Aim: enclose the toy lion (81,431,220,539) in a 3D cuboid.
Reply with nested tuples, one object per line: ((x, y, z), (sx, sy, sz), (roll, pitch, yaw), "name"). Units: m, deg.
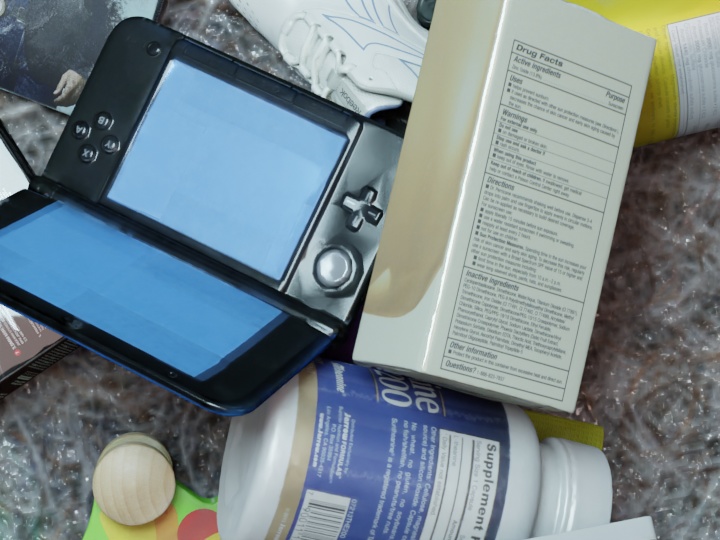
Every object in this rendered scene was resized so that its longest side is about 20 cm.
((-0.103, 0.203, 1.108), (0.191, 0.069, 0.201), (39, 86, -5), "toy lion")

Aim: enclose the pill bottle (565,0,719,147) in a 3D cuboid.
((0.187, -0.135, 1.108), (0.198, 0.112, 0.113), (-14, 85, -2), "pill bottle")

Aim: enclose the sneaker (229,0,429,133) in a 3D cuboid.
((0.000, -0.123, 1.106), (0.199, 0.087, 0.075), (34, 129, 10), "sneaker")

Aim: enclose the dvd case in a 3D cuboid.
((-0.176, -0.197, 1.118), (0.145, 0.022, 0.202), (21, 109, 2), "dvd case")

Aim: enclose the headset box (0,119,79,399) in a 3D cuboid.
((-0.260, 0.018, 1.110), (0.199, 0.077, 0.149), (-35, 86, -2), "headset box")

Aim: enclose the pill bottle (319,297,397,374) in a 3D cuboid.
((0.000, 0.000, 1.096), (0.198, 0.111, 0.113), (15, 85, 1), "pill bottle")

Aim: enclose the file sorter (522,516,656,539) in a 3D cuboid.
((0.096, 0.237, 1.015), (0.137, 0.201, 0.126), (-11, 58, -2), "file sorter")

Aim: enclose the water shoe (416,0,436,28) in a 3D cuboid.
((0.021, -0.238, 1.136), (0.078, 0.072, 0.201), (-30, 85, -1), "water shoe")

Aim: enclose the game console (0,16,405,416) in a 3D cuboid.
((-0.094, -0.035, 0.997), (0.199, 0.118, 0.172), (25, 88, 16), "game console")

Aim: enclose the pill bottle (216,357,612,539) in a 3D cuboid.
((0.030, 0.115, 1.040), (0.198, 0.111, 0.112), (13, 85, -14), "pill bottle")

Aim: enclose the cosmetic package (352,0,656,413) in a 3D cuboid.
((0.074, -0.037, 0.989), (0.104, 0.071, 0.202), (18, 84, -31), "cosmetic package")

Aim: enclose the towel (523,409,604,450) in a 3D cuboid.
((0.044, 0.113, 1.109), (0.198, 0.018, 0.087), (12, 85, -14), "towel")
